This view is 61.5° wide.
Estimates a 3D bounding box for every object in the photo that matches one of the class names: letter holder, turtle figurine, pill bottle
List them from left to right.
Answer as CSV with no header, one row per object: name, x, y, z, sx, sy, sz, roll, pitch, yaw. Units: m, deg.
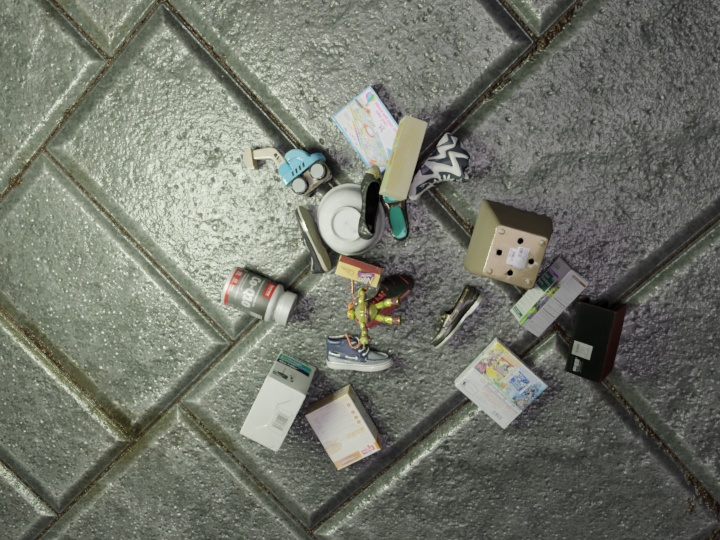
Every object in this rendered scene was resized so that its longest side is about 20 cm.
pill bottle,-0.287,0.076,1.733,0.197,0.114,0.115,21,105,1
turtle figurine,0.029,0.104,1.642,0.159,0.065,0.203,-6,66,12
letter holder,0.651,0.183,1.665,0.100,0.141,0.203,17,108,35

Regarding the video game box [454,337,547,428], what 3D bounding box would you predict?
video game box,0.403,0.325,1.745,0.200,0.047,0.183,41,106,-4

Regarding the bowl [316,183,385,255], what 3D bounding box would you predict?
bowl,-0.033,-0.133,1.667,0.198,0.090,0.204,2,103,7

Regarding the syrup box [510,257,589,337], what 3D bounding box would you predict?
syrup box,0.511,0.073,1.645,0.081,0.079,0.201,32,106,-23

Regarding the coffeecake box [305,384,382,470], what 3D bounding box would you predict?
coffeecake box,-0.049,0.470,1.818,0.152,0.073,0.202,-28,98,12

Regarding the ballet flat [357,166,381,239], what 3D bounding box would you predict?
ballet flat,0.033,-0.179,1.603,0.066,0.056,0.203,13,78,-36

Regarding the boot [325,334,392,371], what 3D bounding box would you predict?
boot,-0.006,0.236,1.757,0.197,0.073,0.092,-1,109,8

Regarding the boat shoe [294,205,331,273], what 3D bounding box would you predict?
boat shoe,-0.148,-0.082,1.703,0.062,0.073,0.202,-18,104,21

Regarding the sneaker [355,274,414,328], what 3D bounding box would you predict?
sneaker,0.072,0.089,1.725,0.199,0.087,0.074,-39,58,-3

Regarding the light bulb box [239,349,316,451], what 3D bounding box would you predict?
light bulb box,-0.234,0.371,1.752,0.124,0.200,0.200,27,105,-2

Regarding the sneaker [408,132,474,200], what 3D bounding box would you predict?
sneaker,0.225,-0.249,1.614,0.129,0.079,0.200,36,95,6

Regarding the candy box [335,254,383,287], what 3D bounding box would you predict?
candy box,0.000,0.000,1.635,0.115,0.200,0.057,19,90,2

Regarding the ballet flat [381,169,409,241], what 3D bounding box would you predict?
ballet flat,0.095,-0.181,1.648,0.067,0.068,0.203,-5,93,8

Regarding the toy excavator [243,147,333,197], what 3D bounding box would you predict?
toy excavator,-0.198,-0.289,1.658,0.193,0.100,0.201,-35,84,11

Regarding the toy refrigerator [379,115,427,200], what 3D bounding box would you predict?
toy refrigerator,0.107,-0.290,1.570,0.069,0.076,0.203,17,90,-9

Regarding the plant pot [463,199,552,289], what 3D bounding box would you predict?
plant pot,0.394,-0.054,1.590,0.197,0.177,0.203,16,105,3

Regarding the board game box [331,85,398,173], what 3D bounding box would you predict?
board game box,0.034,-0.373,1.632,0.134,0.034,0.201,-35,97,13

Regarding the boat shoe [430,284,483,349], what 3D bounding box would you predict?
boat shoe,0.260,0.131,1.707,0.060,0.072,0.202,39,97,1
